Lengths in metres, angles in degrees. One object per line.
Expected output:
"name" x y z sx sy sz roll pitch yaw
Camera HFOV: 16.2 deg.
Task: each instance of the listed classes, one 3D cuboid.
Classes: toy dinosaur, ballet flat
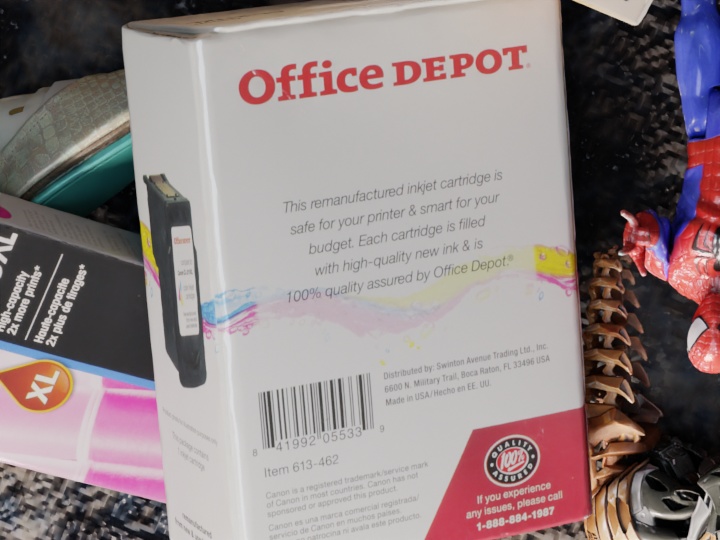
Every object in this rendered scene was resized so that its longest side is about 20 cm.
"toy dinosaur" 0.130 0.094 0.962 0.135 0.102 0.200 -17 119 27
"ballet flat" -0.145 -0.031 0.985 0.200 0.067 0.062 -39 81 13

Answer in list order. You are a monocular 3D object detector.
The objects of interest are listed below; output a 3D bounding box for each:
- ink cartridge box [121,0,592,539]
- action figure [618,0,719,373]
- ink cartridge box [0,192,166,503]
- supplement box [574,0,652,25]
"ink cartridge box" 0.000 0.000 0.931 0.145 0.083 0.201 -9 102 -23
"action figure" 0.130 -0.064 0.897 0.065 0.099 0.201 3 88 9
"ink cartridge box" -0.119 0.026 0.958 0.199 0.037 0.095 18 109 -26
"supplement box" 0.008 -0.165 0.864 0.199 0.126 0.074 19 107 -24
